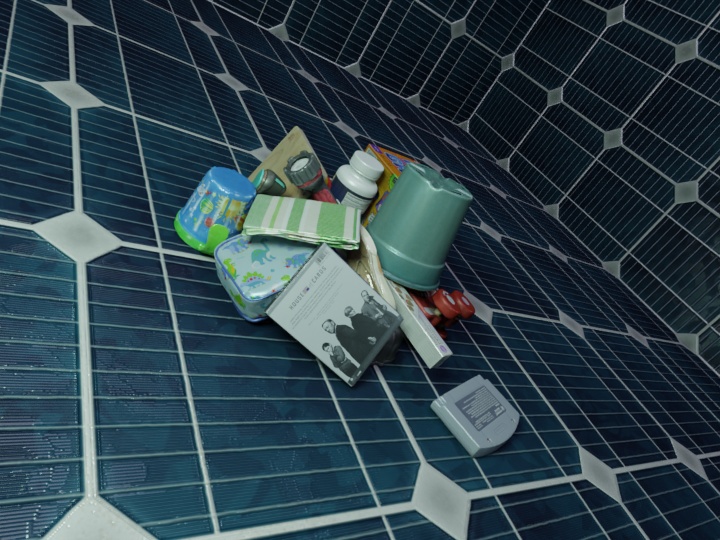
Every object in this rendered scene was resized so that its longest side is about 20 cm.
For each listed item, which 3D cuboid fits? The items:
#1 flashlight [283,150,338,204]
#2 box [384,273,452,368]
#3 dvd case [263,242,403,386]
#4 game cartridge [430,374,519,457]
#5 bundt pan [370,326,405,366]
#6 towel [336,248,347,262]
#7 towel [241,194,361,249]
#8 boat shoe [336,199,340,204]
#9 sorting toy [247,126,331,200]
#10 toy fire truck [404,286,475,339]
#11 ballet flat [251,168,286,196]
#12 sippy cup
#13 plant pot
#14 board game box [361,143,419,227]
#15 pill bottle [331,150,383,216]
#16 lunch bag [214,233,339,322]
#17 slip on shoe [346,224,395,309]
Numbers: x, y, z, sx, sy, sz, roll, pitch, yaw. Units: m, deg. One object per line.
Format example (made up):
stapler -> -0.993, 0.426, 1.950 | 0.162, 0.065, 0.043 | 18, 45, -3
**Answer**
flashlight -> -0.074, -0.139, 1.024 | 0.068, 0.068, 0.200 | 25, -24, 44
box -> 0.095, 0.091, 0.989 | 0.039, 0.042, 0.200 | -2, 49, -51
dvd case -> -0.039, 0.075, 0.871 | 0.200, 0.151, 0.025 | 44, -12, -18
game cartridge -> 0.230, 0.279, 1.005 | 0.133, 0.041, 0.199 | 45, 29, 26
bundt pan -> 0.007, 0.086, 1.022 | 0.201, 0.076, 0.202 | 26, 29, -16
towel -> -0.113, -0.008, 1.002 | 0.199, 0.031, 0.149 | -33, 60, -31
towel -> -0.098, -0.089, 0.925 | 0.198, 0.024, 0.153 | 6, 31, -2
boat shoe -> -0.034, -0.095, 1.189 | 0.070, 0.071, 0.201 | 62, 6, 30
sorting toy -> -0.158, -0.180, 1.145 | 0.069, 0.200, 0.199 | 32, 22, -44
toy fire truck -> 0.146, 0.062, 1.143 | 0.199, 0.112, 0.168 | 8, 43, -58
ballet flat -> -0.212, -0.149, 1.068 | 0.068, 0.199, 0.069 | 23, 72, -30
sippy cup -> -0.264, -0.117, 0.983 | 0.139, 0.131, 0.178 | -7, 49, -52
plant pot -> 0.117, -0.097, 1.051 | 0.199, 0.197, 0.201 | 23, 22, -10
board game box -> 0.087, -0.179, 1.400 | 0.199, 0.200, 0.201 | 9, 36, -41
pill bottle -> -0.027, -0.188, 1.285 | 0.110, 0.201, 0.111 | 26, 27, -15
lunch bag -> -0.147, -0.011, 0.924 | 0.199, 0.083, 0.161 | -26, 59, -28
slip on shoe -> 0.000, 0.000, 0.961 | 0.060, 0.076, 0.201 | -16, 76, -20
